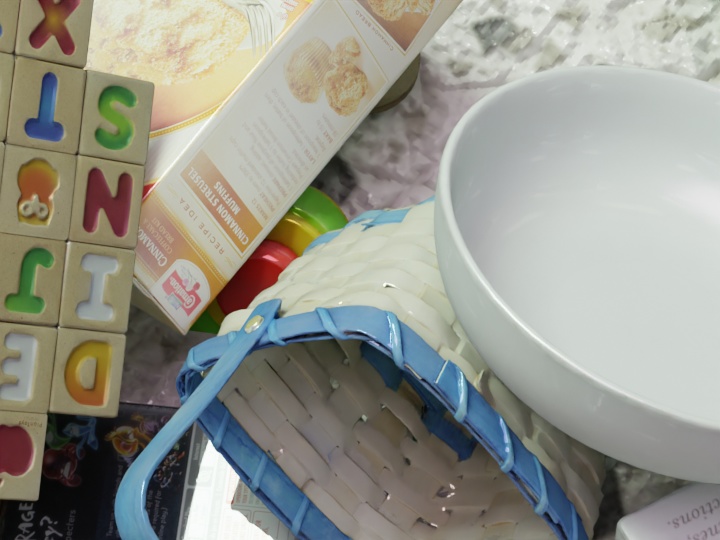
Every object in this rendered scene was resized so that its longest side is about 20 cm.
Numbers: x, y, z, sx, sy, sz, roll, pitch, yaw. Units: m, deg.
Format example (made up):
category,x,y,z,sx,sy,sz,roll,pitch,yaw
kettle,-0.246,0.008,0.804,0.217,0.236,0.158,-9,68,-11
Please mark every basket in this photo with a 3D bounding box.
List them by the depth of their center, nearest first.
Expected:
category,x,y,z,sx,sy,sz,roll,pitch,yaw
basket,0.008,0.084,0.923,0.176,0.139,0.200,51,44,-20

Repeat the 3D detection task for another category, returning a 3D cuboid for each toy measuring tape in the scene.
category,x,y,z,sx,sy,sz,roll,pitch,yaw
toy measuring tape,0.000,0.000,1.027,0.200,0.074,0.074,7,69,8

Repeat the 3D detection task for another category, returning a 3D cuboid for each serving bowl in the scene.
category,x,y,z,sx,sy,sz,roll,pitch,yaw
serving bowl,0.118,0.010,0.890,0.200,0.066,0.200,10,41,-9

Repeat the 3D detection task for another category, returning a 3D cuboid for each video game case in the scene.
category,x,y,z,sx,sy,sz,roll,pitch,yaw
video game case,-0.093,0.155,1.002,0.181,0.023,0.200,5,70,6

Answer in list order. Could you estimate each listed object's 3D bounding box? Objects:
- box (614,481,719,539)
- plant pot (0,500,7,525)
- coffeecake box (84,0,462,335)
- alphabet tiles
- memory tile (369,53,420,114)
category,x,y,z,sx,sy,sz,roll,pitch,yaw
box,0.227,0.156,0.919,0.199,0.131,0.200,-25,69,-6
plant pot,-0.247,0.043,0.962,0.198,0.200,0.201,5,69,6
coffeecake box,-0.076,-0.092,1.022,0.153,0.073,0.200,28,73,41
alphabet tiles,-0.149,-0.016,0.871,0.006,0.166,0.200,4,87,47
memory tile,-0.077,-0.128,1.114,0.153,0.017,0.200,-32,69,-8
